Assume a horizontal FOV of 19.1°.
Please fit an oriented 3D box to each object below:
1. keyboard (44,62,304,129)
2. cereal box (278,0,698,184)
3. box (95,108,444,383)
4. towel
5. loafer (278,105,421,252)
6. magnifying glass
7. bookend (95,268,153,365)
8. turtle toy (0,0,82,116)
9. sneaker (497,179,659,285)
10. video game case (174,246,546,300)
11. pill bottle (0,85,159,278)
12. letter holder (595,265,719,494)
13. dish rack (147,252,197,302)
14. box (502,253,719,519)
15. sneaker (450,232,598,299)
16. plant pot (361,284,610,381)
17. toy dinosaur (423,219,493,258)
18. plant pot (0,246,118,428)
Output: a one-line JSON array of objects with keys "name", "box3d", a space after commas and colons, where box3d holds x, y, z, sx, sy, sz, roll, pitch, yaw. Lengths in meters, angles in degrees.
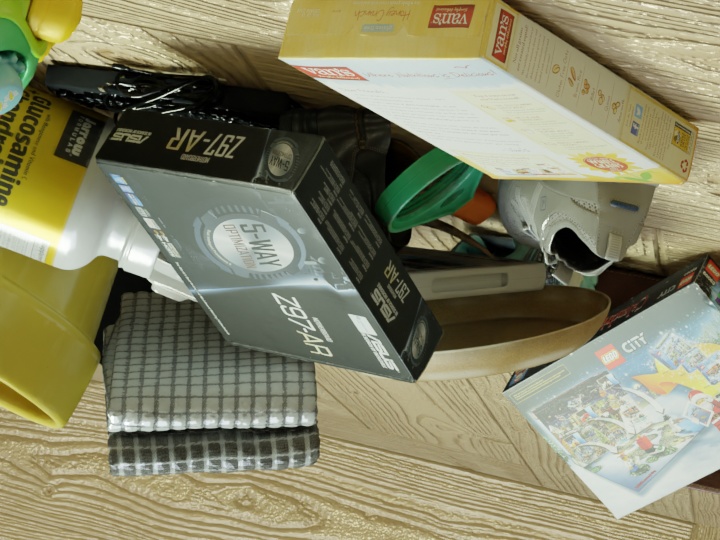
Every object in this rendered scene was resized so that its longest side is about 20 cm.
[{"name": "keyboard", "box3d": [-0.126, -0.103, 1.418, 0.199, 0.040, 0.104, 8, 169, 29]}, {"name": "cereal box", "box3d": [0.072, -0.096, 1.164, 0.143, 0.040, 0.200, 6, 166, 41]}, {"name": "box", "box3d": [-0.055, -0.015, 1.352, 0.159, 0.044, 0.200, 11, 149, 34]}, {"name": "towel", "box3d": [-0.116, 0.088, 1.658, 0.164, 0.086, 0.200, -3, -156, -4]}, {"name": "loafer", "box3d": [0.009, -0.054, 1.400, 0.072, 0.073, 0.200, -10, 165, 14]}, {"name": "magnifying glass", "box3d": [0.059, -0.050, 1.397, 0.022, 0.079, 0.200, 53, -171, 10]}, {"name": "bookend", "box3d": [-0.219, 0.021, 1.860, 0.199, 0.092, 0.200, 41, 175, 11]}, {"name": "turtle toy", "box3d": [-0.252, -0.131, 1.258, 0.145, 0.102, 0.200, 17, 170, -17]}, {"name": "sneaker", "box3d": [0.124, -0.031, 1.323, 0.074, 0.083, 0.200, 16, 170, -8]}, {"name": "video game case", "box3d": [0.000, 0.000, 1.524, 0.199, 0.024, 0.182, 7, -173, 40]}, {"name": "pill bottle", "box3d": [-0.227, -0.068, 1.500, 0.199, 0.113, 0.112, 21, 170, -6]}, {"name": "letter holder", "box3d": [0.266, 0.092, 1.628, 0.199, 0.143, 0.101, 12, 170, 18]}, {"name": "dish rack", "box3d": [-0.078, 0.002, 1.635, 0.199, 0.044, 0.172, 24, -157, -8]}, {"name": "box", "box3d": [0.219, 0.088, 1.564, 0.137, 0.038, 0.200, 48, 131, -10]}, {"name": "sneaker", "box3d": [0.094, 0.004, 1.647, 0.086, 0.078, 0.200, 33, 156, -25]}, {"name": "plant pot", "box3d": [0.075, 0.044, 1.478, 0.199, 0.028, 0.200, -8, -171, 1]}, {"name": "toy dinosaur", "box3d": [-0.003, -0.046, 1.559, 0.106, 0.061, 0.200, 0, -174, -34]}, {"name": "plant pot", "box3d": [-0.266, -0.009, 1.631, 0.200, 0.190, 0.201, 28, 167, 7]}]
